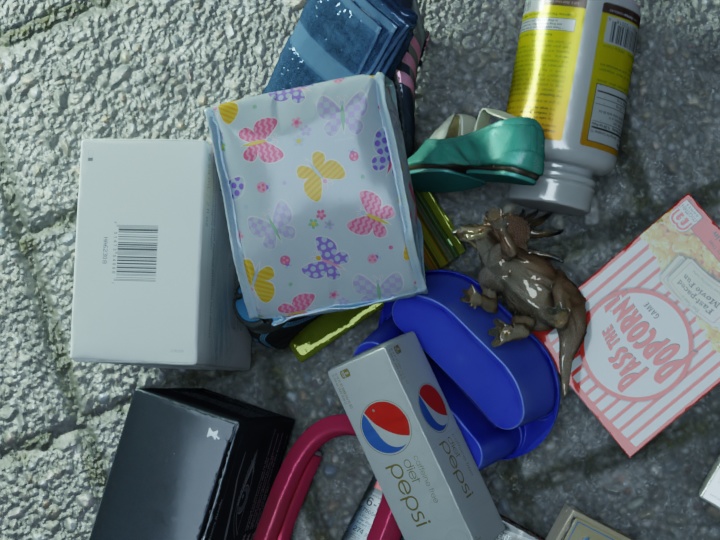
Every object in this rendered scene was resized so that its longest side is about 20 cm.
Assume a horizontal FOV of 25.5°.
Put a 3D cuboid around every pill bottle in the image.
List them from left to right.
[{"bbox_3d":[0.192,-0.157,1.477,0.109,0.109,0.201,10,87,12],"label":"pill bottle"}]

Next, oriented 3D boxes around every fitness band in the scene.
[{"bbox_3d":[-0.025,0.235,1.494,0.143,0.037,0.201,19,86,38],"label":"fitness band"}]

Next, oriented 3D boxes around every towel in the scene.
[{"bbox_3d":[-0.029,-0.190,1.504,0.112,0.048,0.200,46,129,20],"label":"towel"},{"bbox_3d":[0.000,0.000,1.550,0.200,0.018,0.086,-35,79,7],"label":"towel"}]

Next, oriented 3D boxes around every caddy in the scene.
[{"bbox_3d":[0.091,0.093,1.482,0.200,0.105,0.142,45,119,11],"label":"caddy"}]

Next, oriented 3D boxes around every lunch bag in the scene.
[{"bbox_3d":[-0.036,-0.061,1.426,0.169,0.127,0.201,-12,89,7],"label":"lunch bag"}]

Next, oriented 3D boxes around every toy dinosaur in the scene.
[{"bbox_3d":[0.159,0.013,1.448,0.086,0.135,0.200,-44,73,24],"label":"toy dinosaur"}]

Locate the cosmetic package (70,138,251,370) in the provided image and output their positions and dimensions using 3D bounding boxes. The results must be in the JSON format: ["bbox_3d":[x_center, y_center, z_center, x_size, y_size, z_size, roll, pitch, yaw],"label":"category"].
[{"bbox_3d":[-0.177,-0.009,1.493,0.122,0.200,0.200,1,86,9],"label":"cosmetic package"}]

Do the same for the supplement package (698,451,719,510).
[{"bbox_3d":[0.399,0.143,1.403,0.119,0.121,0.201,31,91,13],"label":"supplement package"}]

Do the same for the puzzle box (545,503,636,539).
[{"bbox_3d":[0.199,0.329,1.453,0.133,0.025,0.201,27,91,-10],"label":"puzzle box"}]

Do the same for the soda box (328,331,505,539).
[{"bbox_3d":[0.051,0.161,1.421,0.068,0.064,0.201,-25,90,30],"label":"soda box"}]

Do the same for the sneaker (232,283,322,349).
[{"bbox_3d":[-0.040,-0.011,1.520,0.200,0.082,0.073,-44,60,-13],"label":"sneaker"}]

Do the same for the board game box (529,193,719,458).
[{"bbox_3d":[0.277,0.052,1.474,0.200,0.046,0.152,-42,79,6],"label":"board game box"}]

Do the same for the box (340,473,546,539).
[{"bbox_3d":[0.080,0.280,1.498,0.199,0.040,0.137,27,90,13],"label":"box"}]

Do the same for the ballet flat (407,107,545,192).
[{"bbox_3d":[0.105,-0.111,1.454,0.067,0.200,0.071,18,81,-29],"label":"ballet flat"}]

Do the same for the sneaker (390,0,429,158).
[{"bbox_3d":[0.039,-0.197,1.535,0.070,0.082,0.201,10,111,46],"label":"sneaker"}]

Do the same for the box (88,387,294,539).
[{"bbox_3d":[-0.151,0.191,1.470,0.104,0.200,0.149,17,88,13],"label":"box"}]
